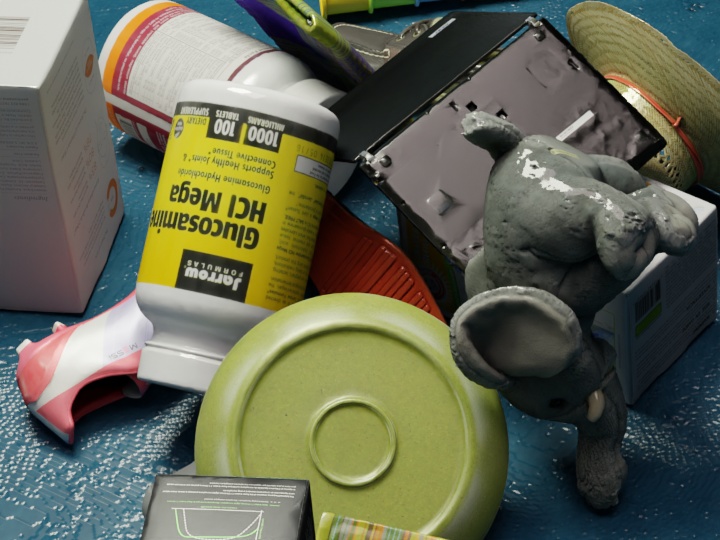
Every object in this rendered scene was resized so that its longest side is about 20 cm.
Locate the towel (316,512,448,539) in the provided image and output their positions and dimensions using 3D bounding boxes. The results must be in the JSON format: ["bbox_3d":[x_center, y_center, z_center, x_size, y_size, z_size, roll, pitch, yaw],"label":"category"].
[{"bbox_3d":[0.060,0.205,1.422,0.198,0.018,0.087,10,77,13],"label":"towel"}]

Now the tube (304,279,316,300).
[{"bbox_3d":[-0.056,0.036,1.664,0.077,0.051,0.200,-14,35,-10],"label":"tube"}]

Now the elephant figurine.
[{"bbox_3d":[0.115,0.029,1.489,0.141,0.201,0.155,4,29,-49],"label":"elephant figurine"}]

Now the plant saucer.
[{"bbox_3d":[-0.005,0.109,1.486,0.198,0.031,0.202,0,77,-1],"label":"plant saucer"}]

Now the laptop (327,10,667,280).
[{"bbox_3d":[0.075,-0.086,1.644,0.177,0.103,0.200,-40,76,-19],"label":"laptop"}]

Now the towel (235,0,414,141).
[{"bbox_3d":[-0.032,-0.163,1.796,0.143,0.200,0.023,36,84,36],"label":"towel"}]

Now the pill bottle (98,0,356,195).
[{"bbox_3d":[-0.099,-0.125,1.809,0.199,0.110,0.109,27,49,33],"label":"pill bottle"}]

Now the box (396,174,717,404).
[{"bbox_3d":[0.135,-0.012,1.648,0.199,0.102,0.112,25,49,32],"label":"box"}]

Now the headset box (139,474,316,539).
[{"bbox_3d":[-0.077,0.244,1.312,0.092,0.175,0.201,1,41,7],"label":"headset box"}]

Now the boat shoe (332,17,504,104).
[{"bbox_3d":[0.061,-0.167,1.864,0.200,0.067,0.072,22,30,25],"label":"boat shoe"}]

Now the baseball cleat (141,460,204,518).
[{"bbox_3d":[-0.055,0.098,1.538,0.198,0.107,0.070,-17,14,-21],"label":"baseball cleat"}]

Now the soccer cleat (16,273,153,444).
[{"bbox_3d":[-0.144,0.044,1.646,0.199,0.067,0.077,-31,65,-17],"label":"soccer cleat"}]

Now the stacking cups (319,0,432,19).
[{"bbox_3d":[0.063,-0.247,1.976,0.198,0.061,0.061,-6,39,-1],"label":"stacking cups"}]

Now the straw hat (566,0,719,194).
[{"bbox_3d":[0.195,-0.089,1.691,0.200,0.201,0.085,32,72,37],"label":"straw hat"}]

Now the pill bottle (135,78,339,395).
[{"bbox_3d":[-0.086,-0.017,1.581,0.111,0.112,0.202,10,85,19],"label":"pill bottle"}]

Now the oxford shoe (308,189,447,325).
[{"bbox_3d":[0.000,0.000,1.664,0.071,0.072,0.200,-43,73,9],"label":"oxford shoe"}]

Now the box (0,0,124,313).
[{"bbox_3d":[-0.242,-0.086,1.710,0.097,0.201,0.125,3,39,11],"label":"box"}]
